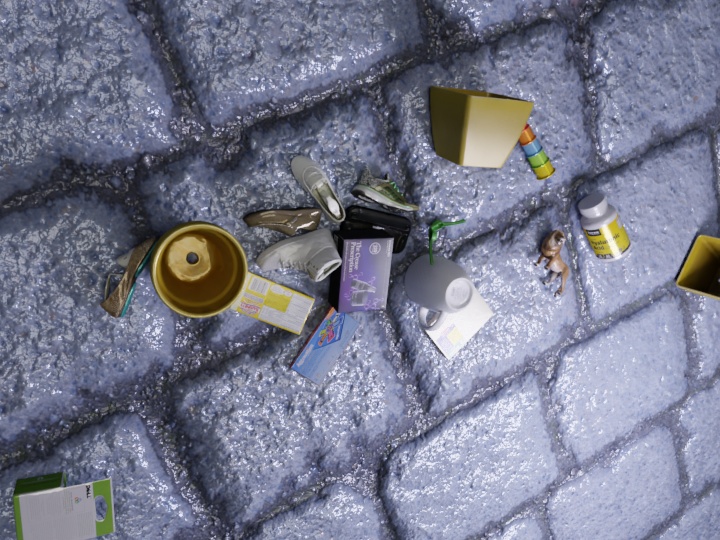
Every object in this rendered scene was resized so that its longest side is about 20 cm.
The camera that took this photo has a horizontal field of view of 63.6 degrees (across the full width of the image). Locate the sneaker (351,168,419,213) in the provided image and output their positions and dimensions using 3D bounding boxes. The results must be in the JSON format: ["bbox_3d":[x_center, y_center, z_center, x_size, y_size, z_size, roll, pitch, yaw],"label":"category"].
[{"bbox_3d":[0.076,-0.208,1.511,0.199,0.077,0.089,18,85,-28],"label":"sneaker"}]

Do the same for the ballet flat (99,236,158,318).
[{"bbox_3d":[-0.523,0.007,1.296,0.065,0.070,0.201,25,87,-12],"label":"ballet flat"}]

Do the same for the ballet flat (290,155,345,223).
[{"bbox_3d":[-0.096,-0.200,1.437,0.069,0.069,0.200,-40,113,-11],"label":"ballet flat"}]

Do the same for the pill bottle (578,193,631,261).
[{"bbox_3d":[0.751,-0.135,1.798,0.111,0.111,0.200,-40,113,-11],"label":"pill bottle"}]

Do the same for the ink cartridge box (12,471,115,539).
[{"bbox_3d":[-0.677,0.546,1.336,0.199,0.076,0.149,-4,102,-24],"label":"ink cartridge box"}]

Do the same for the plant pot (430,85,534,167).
[{"bbox_3d":[0.297,-0.371,1.514,0.199,0.200,0.178,-1,114,-23],"label":"plant pot"}]

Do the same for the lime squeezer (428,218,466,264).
[{"bbox_3d":[0.214,-0.096,1.592,0.071,0.038,0.200,45,55,-6],"label":"lime squeezer"}]

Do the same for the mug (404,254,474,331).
[{"bbox_3d":[0.212,0.067,1.568,0.147,0.175,0.201,20,93,-26],"label":"mug"}]

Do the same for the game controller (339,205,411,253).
[{"bbox_3d":[0.041,-0.106,1.538,0.199,0.042,0.105,11,111,-25],"label":"game controller"}]

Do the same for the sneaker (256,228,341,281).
[{"bbox_3d":[-0.146,-0.019,1.415,0.199,0.074,0.116,-22,65,-8],"label":"sneaker"}]

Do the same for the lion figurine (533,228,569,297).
[{"bbox_3d":[0.602,-0.023,1.789,0.123,0.072,0.201,-48,130,-22],"label":"lion figurine"}]

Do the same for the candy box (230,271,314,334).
[{"bbox_3d":[-0.222,0.082,1.463,0.199,0.026,0.103,25,93,-26],"label":"candy box"}]

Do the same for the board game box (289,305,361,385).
[{"bbox_3d":[-0.093,0.199,1.549,0.103,0.019,0.201,37,85,-27],"label":"board game box"}]

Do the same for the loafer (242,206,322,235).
[{"bbox_3d":[-0.185,-0.117,1.410,0.199,0.076,0.068,-7,98,-22],"label":"loafer"}]

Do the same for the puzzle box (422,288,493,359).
[{"bbox_3d":[0.286,0.148,1.701,0.200,0.025,0.133,-43,115,-10],"label":"puzzle box"}]

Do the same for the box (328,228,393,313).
[{"bbox_3d":[0.000,0.000,1.498,0.140,0.079,0.201,-5,113,-24],"label":"box"}]

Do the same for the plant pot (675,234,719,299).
[{"bbox_3d":[1.262,0.018,2.013,0.176,0.200,0.201,25,90,-38],"label":"plant pot"}]

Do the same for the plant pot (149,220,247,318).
[{"bbox_3d":[-0.366,-0.015,1.289,0.199,0.189,0.202,-5,103,-22],"label":"plant pot"}]

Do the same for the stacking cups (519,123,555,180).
[{"bbox_3d":[0.493,-0.360,1.671,0.060,0.060,0.201,-38,110,-12],"label":"stacking cups"}]
